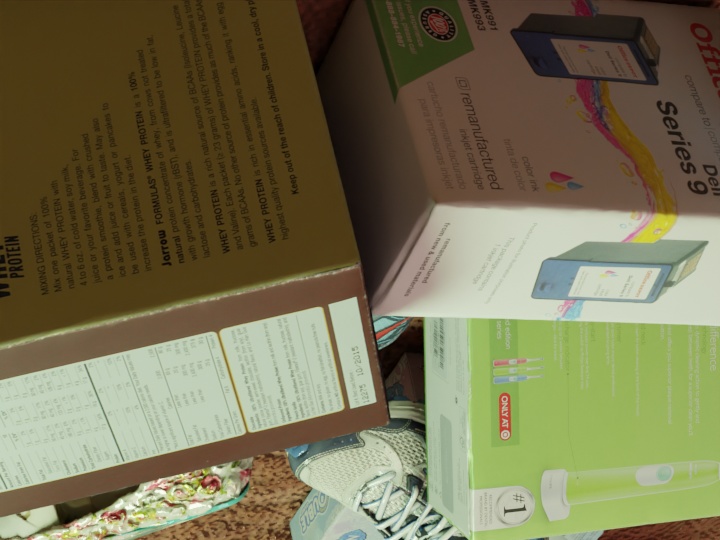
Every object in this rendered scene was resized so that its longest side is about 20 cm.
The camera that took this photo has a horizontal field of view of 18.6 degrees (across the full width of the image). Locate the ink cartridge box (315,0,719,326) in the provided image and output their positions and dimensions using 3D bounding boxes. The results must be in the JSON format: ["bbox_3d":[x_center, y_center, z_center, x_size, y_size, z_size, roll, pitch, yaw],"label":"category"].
[{"bbox_3d":[0.093,-0.055,1.047,0.199,0.146,0.088,4,141,-24],"label":"ink cartridge box"}]

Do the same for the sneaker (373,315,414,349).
[{"bbox_3d":[0.000,0.000,1.177,0.200,0.079,0.095,-32,165,22],"label":"sneaker"}]

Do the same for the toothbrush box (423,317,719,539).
[{"bbox_3d":[0.141,0.062,1.223,0.199,0.086,0.146,-5,102,-14],"label":"toothbrush box"}]

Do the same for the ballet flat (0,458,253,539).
[{"bbox_3d":[-0.161,0.134,1.310,0.199,0.076,0.064,-23,115,5],"label":"ballet flat"}]

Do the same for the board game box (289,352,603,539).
[{"bbox_3d":[0.082,0.129,1.398,0.198,0.043,0.200,4,142,-25],"label":"board game box"}]

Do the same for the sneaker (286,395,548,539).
[{"bbox_3d":[0.043,0.136,1.284,0.200,0.085,0.077,20,133,-36],"label":"sneaker"}]

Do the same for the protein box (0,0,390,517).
[{"bbox_3d":[-0.109,-0.022,0.970,0.199,0.199,0.135,-13,146,-2],"label":"protein box"}]
